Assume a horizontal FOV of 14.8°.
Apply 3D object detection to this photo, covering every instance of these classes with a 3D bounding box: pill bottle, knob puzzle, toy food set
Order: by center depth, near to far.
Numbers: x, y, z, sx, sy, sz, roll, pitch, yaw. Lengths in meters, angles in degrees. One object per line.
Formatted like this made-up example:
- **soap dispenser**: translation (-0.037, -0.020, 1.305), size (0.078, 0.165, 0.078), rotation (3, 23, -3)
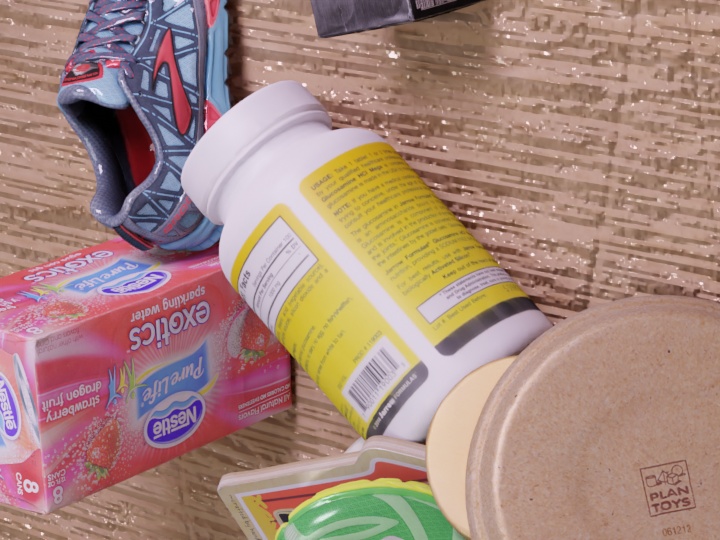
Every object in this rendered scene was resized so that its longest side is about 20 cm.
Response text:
- **toy food set**: translation (0.144, 0.110, 1.325), size (0.198, 0.200, 0.049), rotation (62, 173, 15)
- **knob puzzle**: translation (0.047, 0.165, 1.416), size (0.219, 0.030, 0.220), rotation (12, 133, 13)
- **pill bottle**: translation (0.000, 0.000, 1.439), size (0.200, 0.112, 0.112), rotation (49, 130, 18)

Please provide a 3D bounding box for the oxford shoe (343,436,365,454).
- **oxford shoe**: translation (0.002, 0.166, 1.521), size (0.058, 0.075, 0.200), rotation (38, 133, 30)

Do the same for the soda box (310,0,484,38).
- **soda box**: translation (0.000, -0.223, 1.398), size (0.071, 0.063, 0.200), rotation (-6, 100, 42)

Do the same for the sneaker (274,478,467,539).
- **sneaker**: translation (0.051, 0.168, 1.347), size (0.200, 0.084, 0.074), rotation (27, 121, 0)

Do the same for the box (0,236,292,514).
- **box**: translation (-0.136, 0.050, 1.514), size (0.095, 0.200, 0.103), rotation (12, 111, 38)

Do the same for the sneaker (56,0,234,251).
- **sneaker**: translation (-0.121, -0.111, 1.506), size (0.079, 0.095, 0.200), rotation (-19, 79, 41)
